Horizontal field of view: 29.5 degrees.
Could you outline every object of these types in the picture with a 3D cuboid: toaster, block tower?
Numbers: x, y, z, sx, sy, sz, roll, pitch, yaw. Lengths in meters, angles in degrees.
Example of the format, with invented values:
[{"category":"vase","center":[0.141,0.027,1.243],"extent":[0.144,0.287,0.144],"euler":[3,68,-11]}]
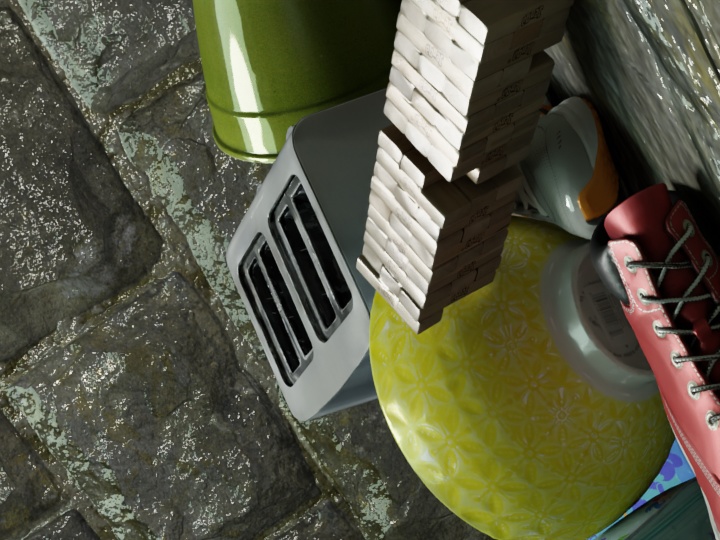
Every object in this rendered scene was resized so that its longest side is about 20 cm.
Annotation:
[{"category":"toaster","center":[0.000,0.000,0.980],"extent":[0.202,0.117,0.181],"euler":[65,151,16]},{"category":"block tower","center":[0.045,-0.060,0.641],"extent":[0.054,0.057,0.201],"euler":[48,148,27]}]

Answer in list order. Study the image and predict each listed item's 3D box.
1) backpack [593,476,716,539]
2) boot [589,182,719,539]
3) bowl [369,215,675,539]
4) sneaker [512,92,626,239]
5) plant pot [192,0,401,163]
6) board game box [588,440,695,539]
[{"category":"backpack","center":[0.187,0.205,0.763],"extent":[0.151,0.177,0.200],"euler":[53,176,9]},{"category":"boot","center":[0.148,0.045,0.545],"extent":[0.145,0.072,0.200],"euler":[60,-176,-23]},{"category":"bowl","center":[0.114,0.041,0.756],"extent":[0.108,0.199,0.202],"euler":[-39,79,47]},{"category":"sneaker","center":[0.077,-0.049,0.726],"extent":[0.200,0.091,0.077],"euler":[-121,9,-72]},{"category":"plant pot","center":[-0.056,-0.222,1.100],"extent":[0.201,0.198,0.195],"euler":[-120,9,-58]},{"category":"board game box","center":[0.192,0.176,0.927],"extent":[0.045,0.151,0.202],"euler":[-37,-83,-48]}]
